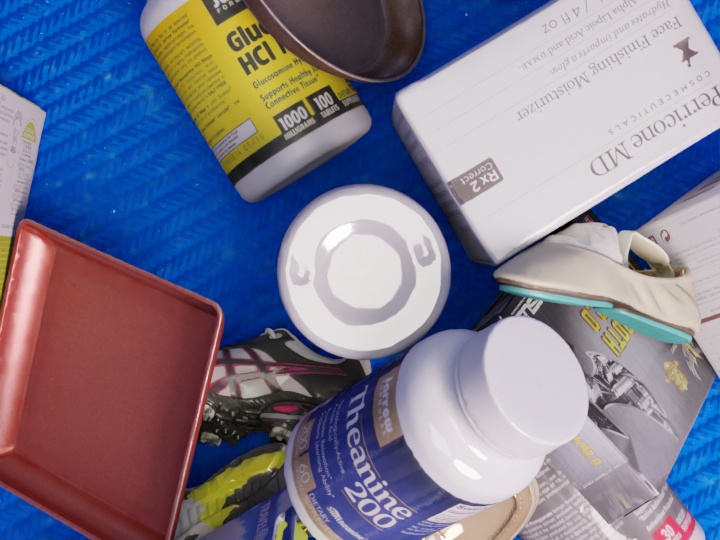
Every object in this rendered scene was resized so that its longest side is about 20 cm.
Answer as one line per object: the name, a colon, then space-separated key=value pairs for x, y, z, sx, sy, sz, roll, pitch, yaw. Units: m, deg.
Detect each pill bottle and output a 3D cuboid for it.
pill bottle: x=0.149 y=0.148 z=1.097 sx=0.111 sy=0.111 sz=0.200 roll=-38 pitch=91 yaw=0
pill bottle: x=0.047 y=0.104 z=0.955 sx=0.111 sy=0.200 sz=0.111 roll=19 pitch=55 yaw=-30
pill bottle: x=0.000 y=0.000 z=1.048 sx=0.113 sy=0.200 sz=0.114 roll=0 pitch=90 yaw=-1
pill bottle: x=-0.087 y=-0.160 z=1.087 sx=0.112 sy=0.112 sz=0.200 roll=-32 pitch=91 yaw=0

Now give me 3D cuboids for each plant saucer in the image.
plant saucer: x=-0.184 y=0.085 z=1.078 sx=0.200 sy=0.037 sz=0.200 roll=22 pitch=104 yaw=32
plant saucer: x=-0.033 y=-0.216 z=1.069 sx=0.032 sy=0.200 sz=0.201 roll=-31 pitch=92 yaw=38

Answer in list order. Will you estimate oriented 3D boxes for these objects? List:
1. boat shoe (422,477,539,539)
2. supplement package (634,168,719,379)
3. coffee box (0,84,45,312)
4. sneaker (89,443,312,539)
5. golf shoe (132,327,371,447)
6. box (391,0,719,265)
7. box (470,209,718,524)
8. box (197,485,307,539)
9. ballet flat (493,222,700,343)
boat shoe: x=0.045 y=0.197 z=1.070 sx=0.074 sy=0.069 sz=0.200 roll=50 pitch=125 yaw=4
supplement package: x=0.312 y=0.017 z=1.076 sx=0.117 sy=0.117 sz=0.200 roll=-34 pitch=92 yaw=-29
coffee box: x=-0.349 y=-0.049 z=1.043 sx=0.199 sy=0.200 sz=0.199 roll=12 pitch=90 yaw=-1
sneaker: x=-0.109 y=0.198 z=1.113 sx=0.199 sy=0.085 sz=0.075 roll=-22 pitch=51 yaw=19
golf shoe: x=-0.089 y=0.085 z=1.123 sx=0.199 sy=0.077 sz=0.088 roll=14 pitch=60 yaw=7
box: x=0.136 y=-0.108 z=1.047 sx=0.199 sy=0.200 sz=0.131 roll=-32 pitch=91 yaw=1
box: x=0.167 y=0.059 z=1.057 sx=0.158 sy=0.200 sz=0.048 roll=48 pitch=125 yaw=-1
box: x=-0.112 y=0.232 z=1.012 sx=0.200 sy=0.122 sz=0.048 roll=-33 pitch=110 yaw=14
ballet flat: x=0.161 y=0.001 z=1.001 sx=0.069 sy=0.200 sz=0.070 roll=-14 pitch=69 yaw=40
